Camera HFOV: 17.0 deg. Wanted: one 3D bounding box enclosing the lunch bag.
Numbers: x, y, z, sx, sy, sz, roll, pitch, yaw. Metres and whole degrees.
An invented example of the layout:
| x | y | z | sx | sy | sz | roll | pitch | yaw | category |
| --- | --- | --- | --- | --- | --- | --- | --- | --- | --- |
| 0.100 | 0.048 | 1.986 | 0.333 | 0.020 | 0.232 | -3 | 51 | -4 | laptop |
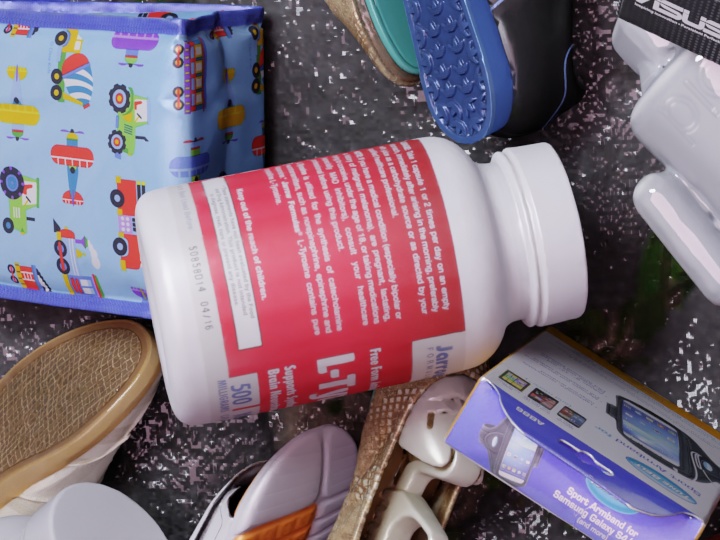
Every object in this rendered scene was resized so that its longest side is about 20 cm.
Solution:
| x | y | z | sx | sy | sz | roll | pitch | yaw | category |
| --- | --- | --- | --- | --- | --- | --- | --- | --- | --- |
| -0.155 | -0.061 | 1.245 | 0.199 | 0.094 | 0.152 | 5 | 102 | 24 | lunch bag |

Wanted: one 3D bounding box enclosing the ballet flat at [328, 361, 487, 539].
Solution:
| x | y | z | sx | sy | sz | roll | pitch | yaw | category |
| --- | --- | --- | --- | --- | --- | --- | --- | --- | --- |
| 0.029 | 0.111 | 1.197 | 0.065 | 0.070 | 0.201 | 22 | 94 | 52 | ballet flat |

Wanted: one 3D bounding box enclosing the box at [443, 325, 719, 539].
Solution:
| x | y | z | sx | sy | sz | roll | pitch | yaw | category |
| --- | --- | --- | --- | --- | --- | --- | --- | --- | --- |
| 0.111 | 0.084 | 1.123 | 0.119 | 0.200 | 0.042 | 33 | 105 | 10 | box |

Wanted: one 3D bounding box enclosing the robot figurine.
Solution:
| x | y | z | sx | sy | sz | roll | pitch | yaw | category |
| --- | --- | --- | --- | --- | --- | --- | --- | --- | --- |
| 0.205 | -0.063 | 1.121 | 0.170 | 0.113 | 0.200 | -45 | 85 | 0 | robot figurine |

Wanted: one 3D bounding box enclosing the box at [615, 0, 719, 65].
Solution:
| x | y | z | sx | sy | sz | roll | pitch | yaw | category |
| --- | --- | --- | --- | --- | --- | --- | --- | --- | --- |
| 0.227 | -0.162 | 1.076 | 0.159 | 0.044 | 0.201 | 26 | 62 | 12 | box |

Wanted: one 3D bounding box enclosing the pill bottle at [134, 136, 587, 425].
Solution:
| x | y | z | sx | sy | sz | roll | pitch | yaw | category |
| --- | --- | --- | --- | --- | --- | --- | --- | --- | --- |
| 0.000 | 0.000 | 1.131 | 0.198 | 0.112 | 0.113 | -11 | 95 | -6 | pill bottle |

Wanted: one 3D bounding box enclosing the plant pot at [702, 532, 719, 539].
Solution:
| x | y | z | sx | sy | sz | roll | pitch | yaw | category |
| --- | --- | --- | --- | --- | --- | --- | --- | --- | --- |
| 0.205 | 0.201 | 1.128 | 0.177 | 0.200 | 0.201 | -32 | 88 | 8 | plant pot |

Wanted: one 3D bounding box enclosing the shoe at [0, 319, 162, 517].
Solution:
| x | y | z | sx | sy | sz | roll | pitch | yaw | category |
| --- | --- | --- | --- | --- | --- | --- | --- | --- | --- |
| -0.177 | 0.099 | 1.290 | 0.200 | 0.053 | 0.070 | -39 | 54 | 13 | shoe |

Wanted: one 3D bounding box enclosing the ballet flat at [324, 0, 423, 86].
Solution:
| x | y | z | sx | sy | sz | roll | pitch | yaw | category |
| --- | --- | --- | --- | --- | --- | --- | --- | --- | --- |
| -0.009 | -0.187 | 1.200 | 0.065 | 0.070 | 0.202 | -10 | 92 | 43 | ballet flat |

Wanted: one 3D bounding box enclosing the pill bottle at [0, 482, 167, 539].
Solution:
| x | y | z | sx | sy | sz | roll | pitch | yaw | category |
| --- | --- | --- | --- | --- | --- | --- | --- | --- | --- |
| -0.185 | 0.198 | 1.250 | 0.200 | 0.111 | 0.111 | -42 | 85 | 29 | pill bottle |

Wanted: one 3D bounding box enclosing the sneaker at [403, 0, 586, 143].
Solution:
| x | y | z | sx | sy | sz | roll | pitch | yaw | category |
| --- | --- | --- | --- | --- | --- | --- | --- | --- | --- |
| 0.060 | -0.164 | 1.167 | 0.070 | 0.078 | 0.202 | 1 | 103 | 50 | sneaker |

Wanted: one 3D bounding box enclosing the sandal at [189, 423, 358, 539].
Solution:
| x | y | z | sx | sy | sz | roll | pitch | yaw | category |
| --- | --- | --- | --- | --- | --- | --- | --- | --- | --- |
| -0.065 | 0.161 | 1.250 | 0.059 | 0.079 | 0.208 | 38 | 120 | 36 | sandal |
